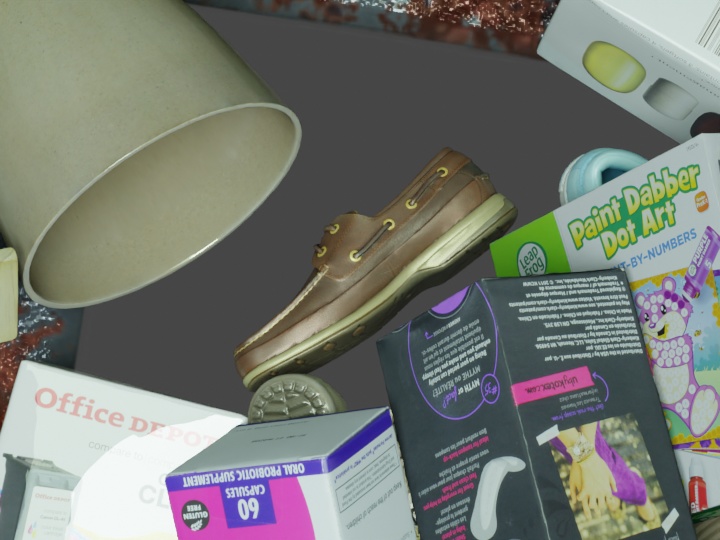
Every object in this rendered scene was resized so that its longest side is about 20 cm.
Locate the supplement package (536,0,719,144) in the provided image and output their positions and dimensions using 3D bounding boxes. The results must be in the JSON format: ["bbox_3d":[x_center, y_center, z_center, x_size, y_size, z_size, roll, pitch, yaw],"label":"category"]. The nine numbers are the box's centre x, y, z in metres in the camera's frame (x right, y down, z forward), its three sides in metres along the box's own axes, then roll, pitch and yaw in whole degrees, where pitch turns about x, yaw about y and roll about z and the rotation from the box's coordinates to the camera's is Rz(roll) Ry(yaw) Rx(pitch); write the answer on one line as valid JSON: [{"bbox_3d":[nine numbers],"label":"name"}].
[{"bbox_3d":[0.226,-0.158,1.289,0.191,0.200,0.148,32,85,3],"label":"supplement package"}]

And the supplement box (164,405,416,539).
[{"bbox_3d":[-0.025,0.190,1.215,0.101,0.103,0.201,-9,99,23],"label":"supplement box"}]

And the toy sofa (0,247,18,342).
[{"bbox_3d":[-0.269,-0.047,1.259,0.097,0.083,0.201,-12,57,-19],"label":"toy sofa"}]

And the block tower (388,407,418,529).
[{"bbox_3d":[0.071,0.166,1.303,0.054,0.058,0.201,-29,84,-4],"label":"block tower"}]

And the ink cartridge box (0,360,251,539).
[{"bbox_3d":[-0.156,0.167,1.304,0.147,0.086,0.201,14,86,1],"label":"ink cartridge box"}]

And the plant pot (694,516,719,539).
[{"bbox_3d":[0.252,0.204,1.266,0.200,0.093,0.202,5,110,14],"label":"plant pot"}]

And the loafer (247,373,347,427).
[{"bbox_3d":[-0.017,0.154,1.297,0.075,0.068,0.201,-2,100,21],"label":"loafer"}]

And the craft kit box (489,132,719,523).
[{"bbox_3d":[0.167,0.047,1.253,0.048,0.200,0.199,1,72,-35],"label":"craft kit box"}]

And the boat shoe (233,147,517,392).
[{"bbox_3d":[0.000,0.000,1.336,0.200,0.072,0.068,-36,81,-11],"label":"boat shoe"}]

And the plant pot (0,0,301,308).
[{"bbox_3d":[-0.164,-0.114,1.300,0.187,0.187,0.201,-32,71,-4],"label":"plant pot"}]

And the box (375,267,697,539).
[{"bbox_3d":[0.100,0.113,1.222,0.106,0.122,0.201,-3,73,-33],"label":"box"}]

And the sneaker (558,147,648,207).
[{"bbox_3d":[0.205,-0.001,1.332,0.200,0.082,0.074,35,85,2],"label":"sneaker"}]

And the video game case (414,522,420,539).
[{"bbox_3d":[0.060,0.201,1.337,0.199,0.022,0.183,-18,85,-3],"label":"video game case"}]
